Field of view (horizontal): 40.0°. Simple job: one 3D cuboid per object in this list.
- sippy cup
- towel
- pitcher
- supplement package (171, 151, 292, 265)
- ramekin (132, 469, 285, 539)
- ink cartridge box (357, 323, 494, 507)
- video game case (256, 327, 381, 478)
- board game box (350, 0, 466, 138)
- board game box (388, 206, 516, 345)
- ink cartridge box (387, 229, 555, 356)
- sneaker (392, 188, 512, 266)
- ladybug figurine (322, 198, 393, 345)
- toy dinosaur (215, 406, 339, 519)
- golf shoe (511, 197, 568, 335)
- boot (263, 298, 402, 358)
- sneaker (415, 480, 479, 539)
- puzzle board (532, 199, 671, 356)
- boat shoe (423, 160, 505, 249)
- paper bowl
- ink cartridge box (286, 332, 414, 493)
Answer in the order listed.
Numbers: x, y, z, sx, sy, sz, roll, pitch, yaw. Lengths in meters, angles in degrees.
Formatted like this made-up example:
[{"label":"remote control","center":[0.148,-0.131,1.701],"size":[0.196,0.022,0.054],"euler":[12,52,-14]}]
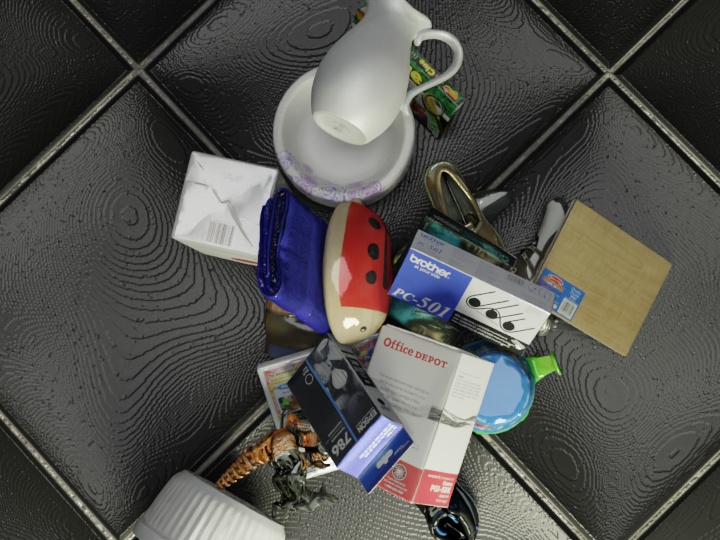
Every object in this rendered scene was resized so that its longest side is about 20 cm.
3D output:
[{"label":"sippy cup","center":[0.181,0.162,1.367],"size":[0.139,0.130,0.178],"euler":[34,87,4]},{"label":"towel","center":[-0.078,-0.005,1.302],"size":[0.049,0.200,0.148],"euler":[-3,70,22]},{"label":"pitcher","center":[0.036,-0.262,1.319],"size":[0.171,0.121,0.201],"euler":[27,77,-9]},{"label":"supplement package","center":[-0.170,-0.077,1.366],"size":[0.121,0.200,0.120],"euler":[12,86,4]},{"label":"ramekin","center":[-0.197,0.355,1.342],"size":[0.200,0.200,0.105],"euler":[29,78,5]},{"label":"ink cartridge box","center":[0.072,0.188,1.295],"size":[0.146,0.083,0.201],"euler":[17,87,44]},{"label":"video game case","center":[-0.025,0.190,1.402],"size":[0.199,0.024,0.183],"euler":[-16,104,2]},{"label":"board game box","center":[0.061,-0.286,1.420],"size":[0.200,0.105,0.023],"euler":[46,66,6]},{"label":"board game box","center":[0.110,0.016,1.359],"size":[0.135,0.200,0.028],"euler":[30,45,0]},{"label":"ink cartridge box","center":[0.145,0.031,1.302],"size":[0.199,0.094,0.044],"euler":[26,43,1]},{"label":"sneaker","center":[0.141,-0.043,1.422],"size":[0.200,0.074,0.085],"euler":[-35,100,3]},{"label":"ladybug figurine","center":[0.000,0.000,1.331],"size":[0.072,0.136,0.201],"euler":[-3,83,21]},{"label":"toy dinosaur","center":[-0.096,0.259,1.342],"size":[0.199,0.102,0.136],"euler":[-18,86,-4]},{"label":"golf shoe","center":[0.246,-0.011,1.404],"size":[0.094,0.078,0.201],"euler":[11,85,4]},{"label":"boot","center":[-0.045,0.092,1.427],"size":[0.199,0.075,0.097],"euler":[13,109,-2]},{"label":"sneaker","center":[0.094,0.297,1.355],"size":[0.073,0.112,0.200],"euler":[-43,94,9]},{"label":"puzzle board","center":[0.334,0.012,1.385],"size":[0.200,0.017,0.151],"euler":[29,87,-25]},{"label":"boat shoe","center":[0.146,-0.054,1.343],"size":[0.072,0.076,0.200],"euler":[-33,101,1]},{"label":"paper bowl","center":[-0.021,-0.189,1.416],"size":[0.200,0.104,0.202],"euler":[0,86,3]},{"label":"ink cartridge box","center":[-0.018,0.184,1.293],"size":[0.100,0.039,0.200],"euler":[-51,49,15]}]
